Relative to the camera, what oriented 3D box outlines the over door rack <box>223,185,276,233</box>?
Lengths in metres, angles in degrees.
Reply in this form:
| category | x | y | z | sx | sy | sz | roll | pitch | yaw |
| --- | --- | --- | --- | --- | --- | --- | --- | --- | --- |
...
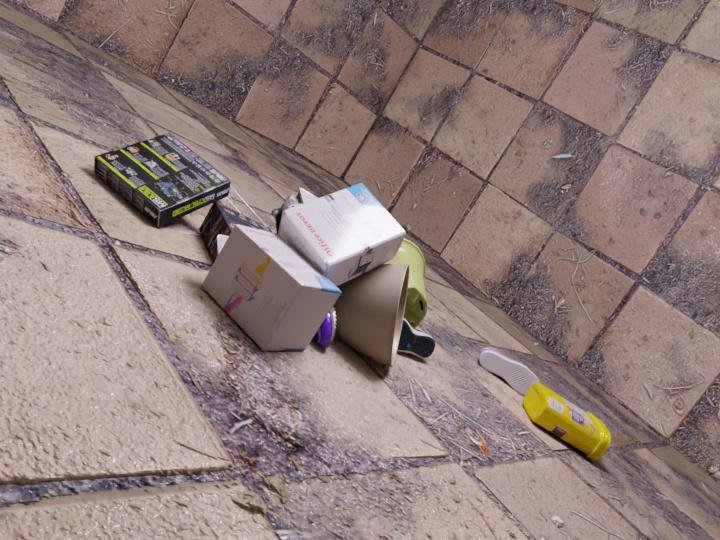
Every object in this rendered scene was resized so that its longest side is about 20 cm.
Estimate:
| category | x | y | z | sx | sy | sz | roll | pitch | yaw |
| --- | --- | --- | --- | --- | --- | --- | --- | --- | --- |
| over door rack | -0.282 | -0.126 | 1.452 | 0.198 | 0.067 | 0.148 | 38 | 10 | -11 |

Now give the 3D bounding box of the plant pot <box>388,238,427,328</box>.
| category | x | y | z | sx | sy | sz | roll | pitch | yaw |
| --- | --- | --- | --- | --- | --- | --- | --- | --- | --- |
| plant pot | 0.086 | 0.049 | 1.498 | 0.198 | 0.202 | 0.186 | 28 | 23 | -22 |

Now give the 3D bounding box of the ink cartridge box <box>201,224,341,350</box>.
| category | x | y | z | sx | sy | sz | roll | pitch | yaw |
| --- | --- | --- | --- | --- | --- | --- | --- | --- | --- |
| ink cartridge box | -0.159 | 0.023 | 1.017 | 0.199 | 0.127 | 0.128 | 39 | 13 | 27 |

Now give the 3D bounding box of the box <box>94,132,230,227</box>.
| category | x | y | z | sx | sy | sz | roll | pitch | yaw |
| --- | --- | --- | --- | --- | --- | --- | --- | --- | --- |
| box | -0.398 | -0.190 | 1.217 | 0.198 | 0.048 | 0.192 | 36 | 43 | 16 |

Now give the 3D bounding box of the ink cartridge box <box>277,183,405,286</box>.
| category | x | y | z | sx | sy | sz | roll | pitch | yaw |
| --- | --- | --- | --- | --- | --- | --- | --- | --- | --- |
| ink cartridge box | -0.036 | -0.065 | 1.131 | 0.197 | 0.087 | 0.147 | -25 | 63 | -35 |

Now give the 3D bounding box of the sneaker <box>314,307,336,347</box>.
| category | x | y | z | sx | sy | sz | roll | pitch | yaw |
| --- | --- | --- | --- | --- | --- | --- | --- | --- | --- |
| sneaker | -0.113 | 0.059 | 1.127 | 0.097 | 0.070 | 0.203 | -4 | 54 | -27 |

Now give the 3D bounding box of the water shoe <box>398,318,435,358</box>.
| category | x | y | z | sx | sy | sz | roll | pitch | yaw |
| --- | --- | --- | --- | --- | --- | --- | --- | --- | --- |
| water shoe | 0.088 | 0.150 | 1.387 | 0.198 | 0.073 | 0.078 | 34 | -10 | -37 |

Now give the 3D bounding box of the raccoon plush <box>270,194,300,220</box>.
| category | x | y | z | sx | sy | sz | roll | pitch | yaw |
| --- | --- | --- | --- | --- | --- | --- | --- | --- | --- |
| raccoon plush | -0.163 | -0.093 | 1.486 | 0.134 | 0.097 | 0.200 | 44 | -30 | 2 |

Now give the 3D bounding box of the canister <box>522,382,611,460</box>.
| category | x | y | z | sx | sy | sz | roll | pitch | yaw |
| --- | --- | --- | --- | --- | --- | --- | --- | --- | --- |
| canister | 0.535 | 0.390 | 1.574 | 0.197 | 0.088 | 0.149 | 31 | 11 | -5 |

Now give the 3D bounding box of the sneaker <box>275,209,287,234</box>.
| category | x | y | z | sx | sy | sz | roll | pitch | yaw |
| --- | --- | --- | --- | --- | --- | --- | --- | --- | --- |
| sneaker | -0.113 | -0.052 | 1.262 | 0.070 | 0.092 | 0.203 | 48 | -22 | 51 |

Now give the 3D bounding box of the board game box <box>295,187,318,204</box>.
| category | x | y | z | sx | sy | sz | roll | pitch | yaw |
| --- | --- | --- | --- | --- | --- | --- | --- | --- | --- |
| board game box | -0.049 | -0.095 | 1.311 | 0.197 | 0.026 | 0.201 | 29 | 16 | -21 |

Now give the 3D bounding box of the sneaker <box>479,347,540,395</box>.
| category | x | y | z | sx | sy | sz | roll | pitch | yaw |
| --- | --- | --- | --- | --- | --- | --- | --- | --- | --- |
| sneaker | 0.440 | 0.288 | 1.769 | 0.198 | 0.073 | 0.114 | 35 | 8 | 7 |

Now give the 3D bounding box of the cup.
| category | x | y | z | sx | sy | sz | roll | pitch | yaw |
| --- | --- | --- | --- | --- | --- | --- | --- | --- | --- |
| cup | 0.013 | 0.077 | 1.197 | 0.139 | 0.206 | 0.200 | 9 | 9 | 8 |

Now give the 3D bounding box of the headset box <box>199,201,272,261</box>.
| category | x | y | z | sx | sy | sz | roll | pitch | yaw |
| --- | --- | --- | --- | --- | --- | --- | --- | --- | --- |
| headset box | -0.231 | -0.044 | 1.219 | 0.147 | 0.076 | 0.200 | 26 | 14 | -37 |
